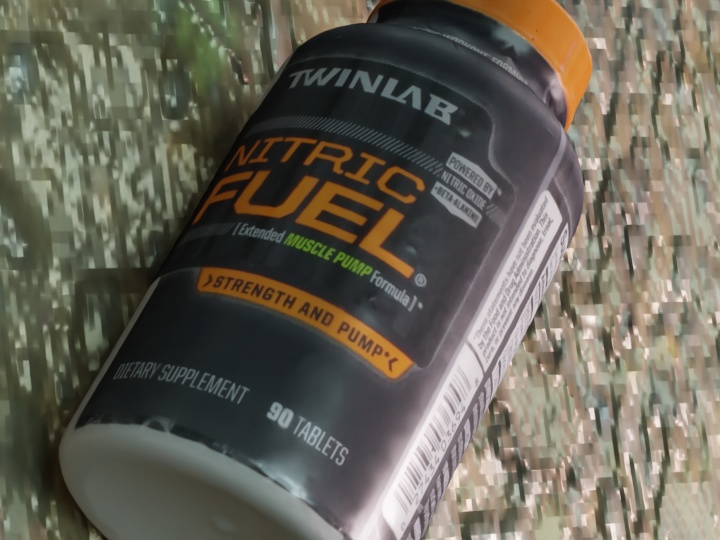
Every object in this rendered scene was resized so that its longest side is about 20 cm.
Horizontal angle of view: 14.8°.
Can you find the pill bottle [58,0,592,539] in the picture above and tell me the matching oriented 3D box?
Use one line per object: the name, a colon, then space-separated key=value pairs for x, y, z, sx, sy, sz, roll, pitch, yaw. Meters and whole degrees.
pill bottle: x=0.000 y=0.000 z=0.827 sx=0.106 sy=0.106 sz=0.200 roll=39 pitch=60 yaw=-18
